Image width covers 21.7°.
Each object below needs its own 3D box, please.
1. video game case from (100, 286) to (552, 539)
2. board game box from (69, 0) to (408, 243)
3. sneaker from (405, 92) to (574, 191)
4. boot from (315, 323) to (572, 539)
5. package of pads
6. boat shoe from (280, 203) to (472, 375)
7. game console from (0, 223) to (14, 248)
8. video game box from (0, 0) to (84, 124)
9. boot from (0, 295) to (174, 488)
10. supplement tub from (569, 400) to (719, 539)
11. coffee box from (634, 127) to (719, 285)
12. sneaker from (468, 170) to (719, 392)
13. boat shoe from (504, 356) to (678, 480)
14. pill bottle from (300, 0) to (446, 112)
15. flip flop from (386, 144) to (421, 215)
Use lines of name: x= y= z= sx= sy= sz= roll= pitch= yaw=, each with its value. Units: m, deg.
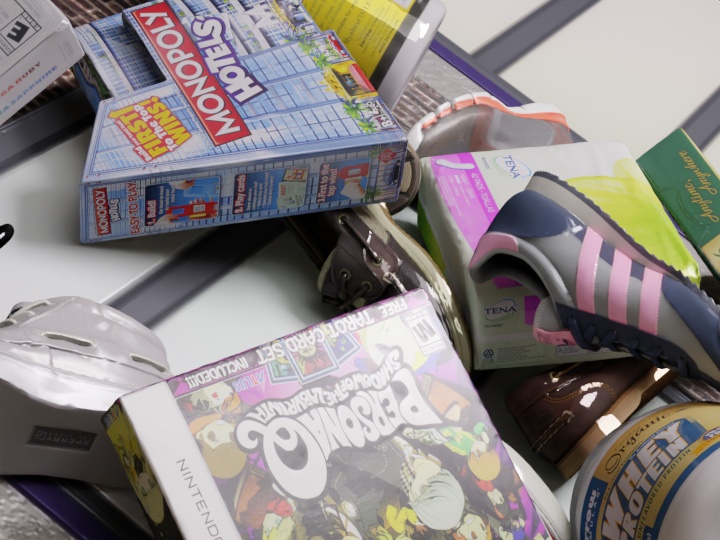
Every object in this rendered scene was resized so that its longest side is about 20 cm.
video game case: x=-0.010 y=0.120 z=0.975 sx=0.199 sy=0.036 sz=0.182 roll=-18 pitch=75 yaw=-32
board game box: x=-0.105 y=-0.102 z=1.182 sx=0.198 sy=0.062 sz=0.201 roll=-20 pitch=57 yaw=-22
sneaker: x=0.102 y=-0.076 z=1.365 sx=0.199 sy=0.077 sz=0.082 roll=-11 pitch=58 yaw=-44
boot: x=0.015 y=0.138 z=1.038 sx=0.199 sy=0.073 sz=0.145 roll=37 pitch=46 yaw=-1
package of pads: x=0.129 y=-0.016 z=1.239 sx=0.153 sy=0.069 sz=0.201 roll=-5 pitch=31 yaw=-8
boat shoe: x=0.000 y=0.000 z=1.201 sx=0.064 sy=0.074 sz=0.201 roll=-20 pitch=57 yaw=-25
game console: x=-0.298 y=0.009 z=0.894 sx=0.175 sy=0.117 sz=0.200 roll=36 pitch=39 yaw=8
video game box: x=-0.287 y=-0.136 z=1.071 sx=0.182 sy=0.047 sz=0.200 roll=-40 pitch=68 yaw=-11
boot: x=-0.183 y=0.054 z=0.991 sx=0.199 sy=0.074 sz=0.096 roll=18 pitch=29 yaw=-33
supplement tub: x=0.200 y=0.148 z=1.022 sx=0.144 sy=0.146 sz=0.200 roll=23 pitch=-3 yaw=-11
coffee box: x=0.271 y=-0.007 z=1.344 sx=0.200 sy=0.044 sz=0.123 roll=43 pitch=14 yaw=-53
sneaker: x=0.148 y=0.029 z=1.094 sx=0.082 sy=0.070 sz=0.200 roll=-43 pitch=58 yaw=-10
boat shoe: x=0.165 y=0.063 z=1.234 sx=0.070 sy=0.071 sz=0.200 roll=44 pitch=36 yaw=13
pill bottle: x=-0.047 y=-0.194 z=1.365 sx=0.199 sy=0.112 sz=0.111 roll=31 pitch=34 yaw=0
flip flop: x=-0.043 y=-0.106 z=1.298 sx=0.199 sy=0.082 sz=0.058 roll=33 pitch=7 yaw=8
